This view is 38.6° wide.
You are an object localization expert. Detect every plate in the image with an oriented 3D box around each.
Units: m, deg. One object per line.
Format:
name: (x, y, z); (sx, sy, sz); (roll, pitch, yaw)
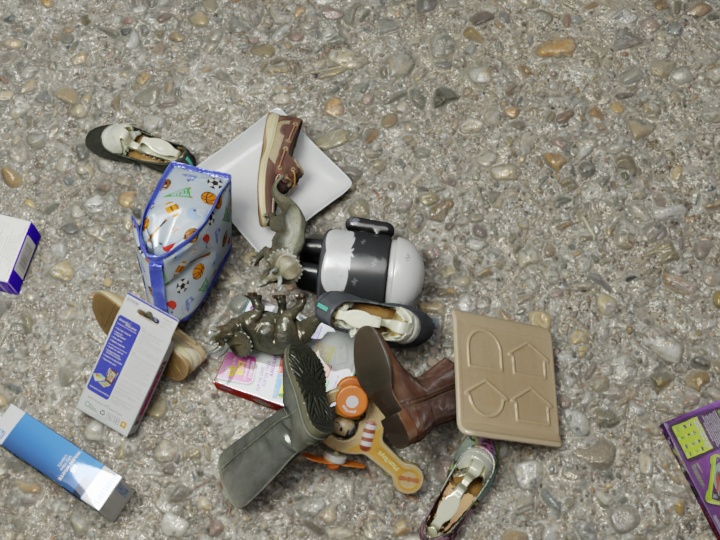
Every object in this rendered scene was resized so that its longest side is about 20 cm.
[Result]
plate: (-0.149, -0.146, 1.706); (0.199, 0.032, 0.200); (-39, 73, -16)

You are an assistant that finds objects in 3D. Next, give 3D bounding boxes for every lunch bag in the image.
lunch bag: (-0.276, -0.036, 1.558); (0.123, 0.170, 0.200); (12, 49, 7)

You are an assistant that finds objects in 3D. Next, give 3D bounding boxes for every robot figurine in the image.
robot figurine: (0.000, 0.002, 1.600); (0.199, 0.125, 0.151); (7, 105, 2)

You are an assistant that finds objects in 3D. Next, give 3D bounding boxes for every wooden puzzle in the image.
wooden puzzle: (0.213, 0.166, 1.545); (0.185, 0.046, 0.201); (12, 60, -27)

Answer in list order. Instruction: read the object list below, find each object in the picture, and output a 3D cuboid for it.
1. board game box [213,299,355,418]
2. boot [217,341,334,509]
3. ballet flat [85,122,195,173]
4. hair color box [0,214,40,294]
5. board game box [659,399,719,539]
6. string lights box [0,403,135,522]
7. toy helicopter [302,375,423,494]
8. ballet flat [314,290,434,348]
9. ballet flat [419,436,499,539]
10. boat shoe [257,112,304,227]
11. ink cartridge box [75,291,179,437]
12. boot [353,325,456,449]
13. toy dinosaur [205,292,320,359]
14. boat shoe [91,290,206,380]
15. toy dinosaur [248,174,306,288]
board game box: (-0.105, 0.142, 1.583); (0.199, 0.040, 0.153); (19, 69, 7)
boot: (-0.130, 0.224, 1.495); (0.072, 0.200, 0.182); (23, 38, -31)
ballet flat: (-0.368, -0.211, 1.711); (0.199, 0.068, 0.068); (16, 69, 6)
hair color box: (-0.629, -0.041, 1.640); (0.199, 0.065, 0.110); (14, 69, 3)
board game box: (0.547, 0.300, 1.533); (0.120, 0.032, 0.200); (-21, 70, -5)
string lights box: (-0.430, 0.279, 1.488); (0.200, 0.103, 0.059); (30, 70, 12)
toy helicopter: (0.007, 0.259, 1.499); (0.200, 0.079, 0.132); (43, 92, -5)
ballet flat: (0.029, 0.078, 1.512); (0.199, 0.073, 0.073); (15, 66, -22)
ballet flat: (0.149, 0.317, 1.497); (0.069, 0.071, 0.200); (30, 70, 12)
boat shoe: (-0.127, -0.163, 1.661); (0.072, 0.072, 0.201); (6, 65, -2)
ink cartridge box: (-0.344, 0.140, 1.537); (0.095, 0.037, 0.200); (27, 101, 11)
boot: (0.087, 0.149, 1.507); (0.200, 0.064, 0.187); (-18, 90, -49)
toy dinosaur: (-0.131, 0.086, 1.547); (0.199, 0.077, 0.103); (3, 84, -11)
boat shoe: (-0.329, 0.094, 1.593); (0.200, 0.071, 0.065); (37, 36, 11)
toy dinosaur: (-0.113, -0.049, 1.565); (0.077, 0.102, 0.201); (29, 64, -33)
